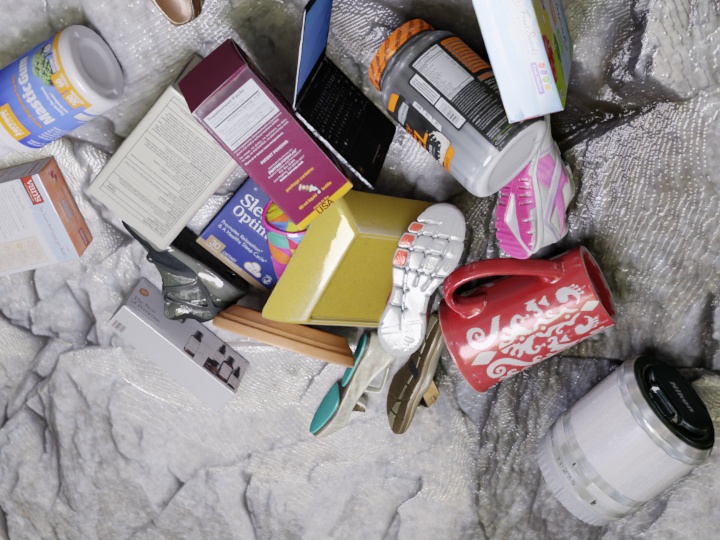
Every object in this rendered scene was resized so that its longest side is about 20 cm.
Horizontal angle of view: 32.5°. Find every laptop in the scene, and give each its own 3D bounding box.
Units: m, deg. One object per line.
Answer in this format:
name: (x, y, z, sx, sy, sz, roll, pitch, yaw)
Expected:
laptop: (-0.009, -0.227, 1.436, 0.200, 0.178, 0.103, 44, 119, -14)

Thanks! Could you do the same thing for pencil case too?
pencil case: (-0.069, -0.015, 1.588, 0.088, 0.089, 0.201, 0, 143, 12)

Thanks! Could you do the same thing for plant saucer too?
plant saucer: (0.000, 0.000, 1.557, 0.199, 0.048, 0.201, 5, 124, -44)
plant saucer: (-0.099, 0.084, 1.648, 0.199, 0.200, 0.038, 17, 88, 2)

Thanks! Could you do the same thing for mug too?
mug: (0.208, 0.054, 1.566, 0.199, 0.177, 0.134, -25, 69, 20)

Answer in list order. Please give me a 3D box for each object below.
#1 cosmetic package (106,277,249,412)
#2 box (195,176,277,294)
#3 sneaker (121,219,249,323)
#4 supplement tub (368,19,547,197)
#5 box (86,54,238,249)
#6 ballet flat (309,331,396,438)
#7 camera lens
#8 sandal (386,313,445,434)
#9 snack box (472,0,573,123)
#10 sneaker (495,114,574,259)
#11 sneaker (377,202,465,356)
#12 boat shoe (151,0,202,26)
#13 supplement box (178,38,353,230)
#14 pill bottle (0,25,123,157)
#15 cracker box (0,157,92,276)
cosmetic package: (-0.254, 0.104, 1.740, 0.200, 0.083, 0.051, 40, 118, -12)
box: (-0.115, -0.071, 1.637, 0.121, 0.032, 0.200, 38, 119, -10)
sneaker: (-0.260, 0.001, 1.684, 0.199, 0.076, 0.114, 38, 114, -17)
supplement tub: (0.109, -0.192, 1.431, 0.200, 0.122, 0.123, 46, 123, 19)
box: (-0.231, -0.149, 1.570, 0.128, 0.109, 0.200, 39, 120, -13)
ballet flat: (-0.006, 0.172, 1.737, 0.062, 0.068, 0.201, 23, 123, -13)
camera lens: (0.352, 0.223, 1.629, 0.160, 0.160, 0.200, 38, 121, -11)
sandal: (0.088, 0.149, 1.704, 0.054, 0.081, 0.201, 12, 120, -20)
snack box: (0.178, -0.280, 1.349, 0.067, 0.200, 0.170, -12, 116, 18)
sneaker: (0.214, -0.119, 1.514, 0.081, 0.088, 0.202, 17, 112, 50)
sneaker: (0.071, 0.005, 1.544, 0.077, 0.082, 0.201, 23, 102, 0)
boat shoe: (-0.257, -0.380, 1.462, 0.075, 0.074, 0.201, -18, 114, 21)
supplement box: (-0.110, -0.158, 1.430, 0.086, 0.110, 0.200, -40, 120, 6)
pill bottle: (-0.409, -0.219, 1.568, 0.199, 0.112, 0.112, -25, 112, 23)
cracker box: (-0.488, -0.066, 1.706, 0.199, 0.058, 0.135, -11, 118, 19)
